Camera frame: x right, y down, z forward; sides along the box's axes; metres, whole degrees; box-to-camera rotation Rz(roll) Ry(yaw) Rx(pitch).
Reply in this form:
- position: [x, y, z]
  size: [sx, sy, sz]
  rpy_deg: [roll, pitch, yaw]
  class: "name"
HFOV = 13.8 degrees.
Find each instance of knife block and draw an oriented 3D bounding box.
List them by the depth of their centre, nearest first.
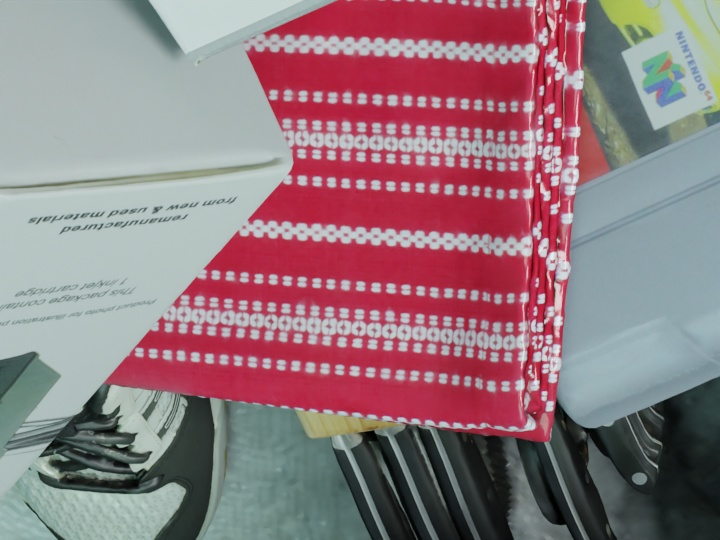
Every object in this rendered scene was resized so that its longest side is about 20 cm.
- position: [0.000, 0.000, 0.797]
  size: [0.199, 0.064, 0.176]
  rpy_deg: [25, 128, -9]
  class: "knife block"

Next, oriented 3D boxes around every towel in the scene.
- position: [-0.017, -0.065, 0.685]
  size: [0.144, 0.022, 0.202]
  rpy_deg: [7, 101, 21]
  class: "towel"

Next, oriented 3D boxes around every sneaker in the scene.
- position: [-0.085, 0.023, 0.818]
  size: [0.075, 0.088, 0.201]
  rpy_deg: [-2, 129, 10]
  class: "sneaker"

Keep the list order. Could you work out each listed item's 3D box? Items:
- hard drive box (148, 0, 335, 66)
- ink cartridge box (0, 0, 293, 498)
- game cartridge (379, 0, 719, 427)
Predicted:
- position: [0.016, -0.152, 0.568]
  size: [0.199, 0.077, 0.156]
  rpy_deg: [-22, 117, 27]
  class: "hard drive box"
- position: [-0.120, -0.027, 0.692]
  size: [0.084, 0.147, 0.200]
  rpy_deg: [-7, 154, -39]
  class: "ink cartridge box"
- position: [0.068, -0.079, 0.679]
  size: [0.133, 0.041, 0.201]
  rpy_deg: [-25, 87, 23]
  class: "game cartridge"
